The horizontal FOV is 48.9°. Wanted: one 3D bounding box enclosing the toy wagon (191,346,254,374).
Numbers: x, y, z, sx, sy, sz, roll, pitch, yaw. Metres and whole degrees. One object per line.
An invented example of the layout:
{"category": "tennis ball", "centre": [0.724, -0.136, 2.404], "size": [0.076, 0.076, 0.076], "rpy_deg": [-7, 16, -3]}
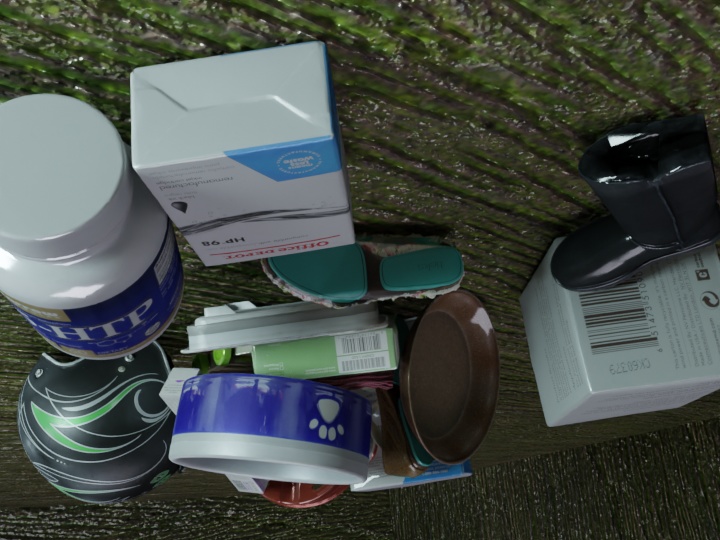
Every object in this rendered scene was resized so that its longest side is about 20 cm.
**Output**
{"category": "toy wagon", "centre": [-0.143, 0.123, 1.050], "size": [0.155, 0.040, 0.200], "rpy_deg": [7, 156, -34]}

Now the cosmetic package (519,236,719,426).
{"category": "cosmetic package", "centre": [0.284, 0.065, 0.861], "size": [0.164, 0.165, 0.200], "rpy_deg": [-7, 161, -2]}

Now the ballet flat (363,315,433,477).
{"category": "ballet flat", "centre": [0.035, 0.153, 0.953], "size": [0.072, 0.201, 0.068], "rpy_deg": [-29, 148, 31]}

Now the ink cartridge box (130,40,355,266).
{"category": "ink cartridge box", "centre": [-0.065, -0.060, 0.531], "size": [0.115, 0.067, 0.200], "rpy_deg": [-9, 160, 1]}

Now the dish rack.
{"category": "dish rack", "centre": [-0.073, 0.046, 0.805], "size": [0.199, 0.044, 0.172], "rpy_deg": [-8, 180, 2]}

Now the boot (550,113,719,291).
{"category": "boot", "centre": [0.219, -0.048, 0.669], "size": [0.164, 0.066, 0.200], "rpy_deg": [-25, 159, 20]}

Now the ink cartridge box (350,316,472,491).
{"category": "ink cartridge box", "centre": [0.054, 0.174, 1.022], "size": [0.146, 0.201, 0.086], "rpy_deg": [-12, 161, 14]}

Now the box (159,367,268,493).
{"category": "box", "centre": [-0.162, 0.190, 0.920], "size": [0.041, 0.039, 0.200], "rpy_deg": [-4, 133, 27]}

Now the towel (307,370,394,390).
{"category": "towel", "centre": [-0.079, 0.132, 0.915], "size": [0.199, 0.023, 0.144], "rpy_deg": [-7, 173, 38]}

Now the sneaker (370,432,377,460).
{"category": "sneaker", "centre": [-0.077, 0.197, 0.964], "size": [0.199, 0.078, 0.082], "rpy_deg": [12, 172, 8]}

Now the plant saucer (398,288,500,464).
{"category": "plant saucer", "centre": [0.100, 0.121, 0.918], "size": [0.037, 0.201, 0.200], "rpy_deg": [-1, 168, 38]}

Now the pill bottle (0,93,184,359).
{"category": "pill bottle", "centre": [-0.183, -0.022, 0.517], "size": [0.119, 0.120, 0.200], "rpy_deg": [-5, 160, -8]}

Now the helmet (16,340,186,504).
{"category": "helmet", "centre": [-0.304, 0.177, 0.945], "size": [0.190, 0.201, 0.200], "rpy_deg": [-21, 163, -12]}

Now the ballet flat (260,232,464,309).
{"category": "ballet flat", "centre": [0.000, 0.000, 0.723], "size": [0.199, 0.076, 0.064], "rpy_deg": [5, 173, -22]}

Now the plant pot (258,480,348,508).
{"category": "plant pot", "centre": [-0.089, 0.243, 1.114], "size": [0.200, 0.202, 0.195], "rpy_deg": [-7, 170, -2]}

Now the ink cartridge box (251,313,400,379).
{"category": "ink cartridge box", "centre": [-0.029, 0.084, 0.877], "size": [0.145, 0.048, 0.200], "rpy_deg": [-8, 178, 4]}

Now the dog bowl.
{"category": "dog bowl", "centre": [-0.089, 0.165, 0.805], "size": [0.199, 0.079, 0.200], "rpy_deg": [5, 160, 2]}
